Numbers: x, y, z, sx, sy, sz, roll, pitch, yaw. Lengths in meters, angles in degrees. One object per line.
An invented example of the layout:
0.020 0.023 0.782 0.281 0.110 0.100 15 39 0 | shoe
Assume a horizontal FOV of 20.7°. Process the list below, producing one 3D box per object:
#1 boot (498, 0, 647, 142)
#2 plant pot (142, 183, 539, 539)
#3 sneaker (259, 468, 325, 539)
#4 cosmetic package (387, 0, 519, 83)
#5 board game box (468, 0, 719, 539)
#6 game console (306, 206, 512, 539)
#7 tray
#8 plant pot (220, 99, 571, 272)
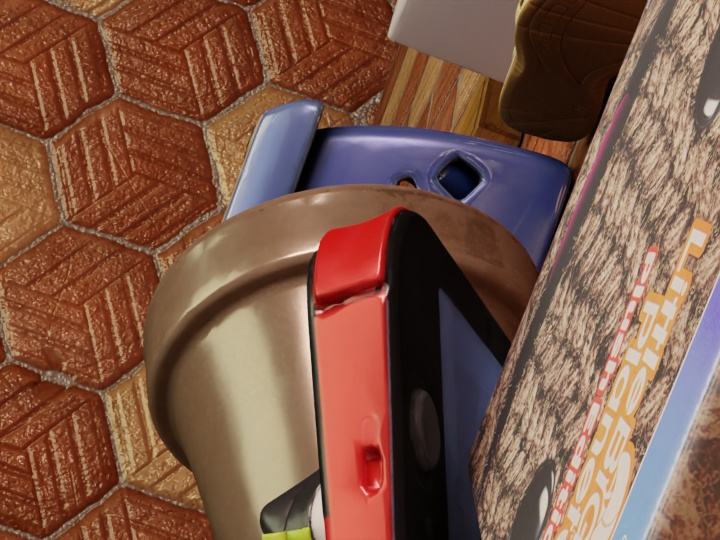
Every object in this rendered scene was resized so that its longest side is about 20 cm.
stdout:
0.130 -0.175 1.055 0.200 0.073 0.155 106 179 -67 | boot
0.003 0.088 0.908 0.175 0.200 0.200 -100 24 -43 | plant pot
0.021 0.083 0.722 0.200 0.083 0.072 12 -115 -67 | sneaker
0.118 -0.259 1.278 0.200 0.123 0.199 114 175 -54 | cosmetic package
0.099 0.015 0.409 0.200 0.097 0.159 -93 23 -80 | board game box
0.032 0.092 0.549 0.200 0.031 0.177 50 -149 -62 | game console
0.075 -0.060 1.480 0.099 0.037 0.200 -74 5 -47 | tray
0.000 0.000 1.185 0.200 0.180 0.200 -132 61 -86 | plant pot
